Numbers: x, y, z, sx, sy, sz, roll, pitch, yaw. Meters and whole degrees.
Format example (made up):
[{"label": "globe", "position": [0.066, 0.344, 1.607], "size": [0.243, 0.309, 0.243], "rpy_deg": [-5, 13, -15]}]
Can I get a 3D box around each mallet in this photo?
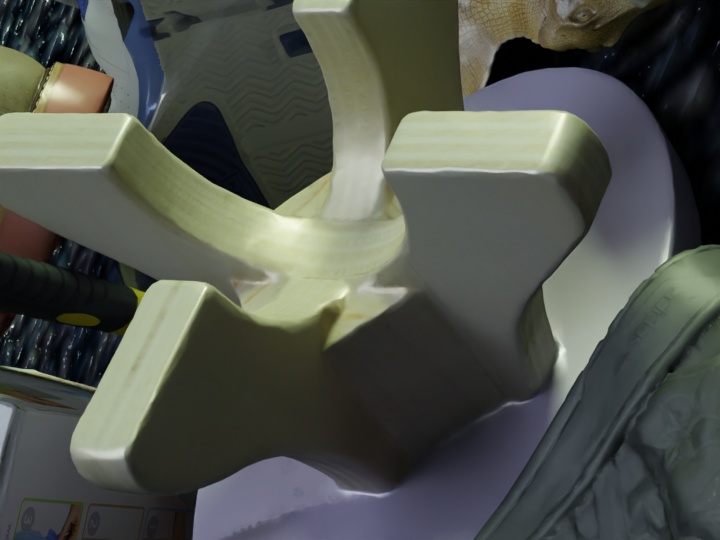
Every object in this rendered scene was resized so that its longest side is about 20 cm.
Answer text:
[{"label": "mallet", "position": [-0.056, 0.008, 0.843], "size": [0.066, 0.200, 0.041], "rpy_deg": [-28, 66, 20]}]

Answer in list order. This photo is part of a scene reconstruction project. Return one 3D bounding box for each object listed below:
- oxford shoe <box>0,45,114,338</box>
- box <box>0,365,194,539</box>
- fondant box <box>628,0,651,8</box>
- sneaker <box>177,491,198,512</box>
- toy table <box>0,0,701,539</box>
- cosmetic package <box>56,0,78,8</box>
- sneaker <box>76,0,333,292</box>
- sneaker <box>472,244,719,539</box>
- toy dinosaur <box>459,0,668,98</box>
[{"label": "oxford shoe", "position": [-0.126, -0.028, 0.899], "size": [0.200, 0.075, 0.071], "rpy_deg": [131, 159, -67]}, {"label": "box", "position": [-0.113, 0.083, 0.912], "size": [0.112, 0.200, 0.102], "rpy_deg": [14, 89, 24]}, {"label": "fondant box", "position": [0.086, -0.191, 0.804], "size": [0.200, 0.058, 0.144], "rpy_deg": [-57, 32, 17]}, {"label": "sneaker", "position": [0.014, 0.075, 0.822], "size": [0.200, 0.082, 0.070], "rpy_deg": [3, 80, 63]}, {"label": "toy table", "position": [0.000, 0.000, 0.766], "size": [0.183, 0.117, 0.200], "rpy_deg": [-8, 49, 29]}, {"label": "cosmetic package", "position": [-0.070, -0.193, 1.091], "size": [0.200, 0.105, 0.071], "rpy_deg": [-58, 30, 29]}, {"label": "sneaker", "position": [-0.054, -0.086, 0.943], "size": [0.115, 0.080, 0.200], "rpy_deg": [-118, 19, -68]}, {"label": "sneaker", "position": [0.083, 0.073, 0.689], "size": [0.104, 0.060, 0.200], "rpy_deg": [37, 103, 41]}, {"label": "toy dinosaur", "position": [0.016, -0.065, 0.913], "size": [0.200, 0.058, 0.101], "rpy_deg": [-40, 45, 50]}]
